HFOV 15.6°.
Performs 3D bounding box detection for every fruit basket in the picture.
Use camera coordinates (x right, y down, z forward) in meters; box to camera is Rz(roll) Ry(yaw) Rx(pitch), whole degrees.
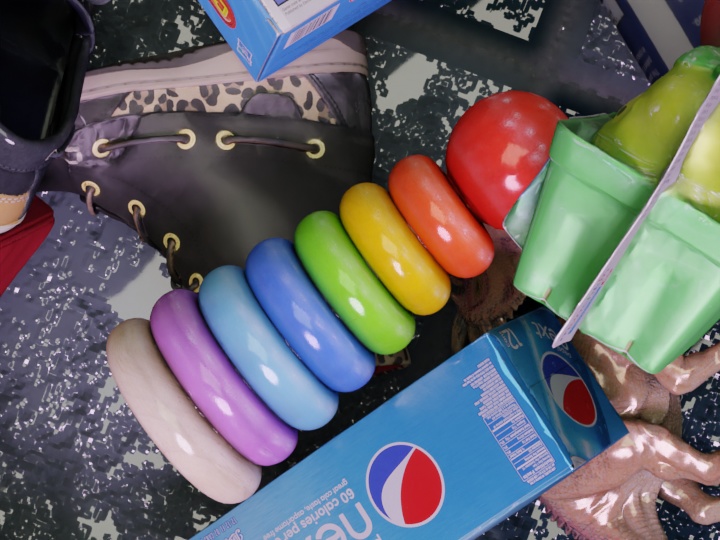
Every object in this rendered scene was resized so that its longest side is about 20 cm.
[{"bbox_3d":[0.130,-0.068,0.938,0.093,0.185,0.201,26,102,12],"label":"fruit basket"}]

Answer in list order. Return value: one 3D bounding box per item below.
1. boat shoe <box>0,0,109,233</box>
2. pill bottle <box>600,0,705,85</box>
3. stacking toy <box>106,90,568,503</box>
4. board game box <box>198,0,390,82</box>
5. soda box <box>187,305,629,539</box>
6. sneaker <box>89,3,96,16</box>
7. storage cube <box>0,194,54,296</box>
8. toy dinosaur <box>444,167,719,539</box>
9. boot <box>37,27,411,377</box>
[{"bbox_3d":[-0.136,-0.104,1.047,0.074,0.062,0.201,25,47,-24],"label":"boat shoe"},{"bbox_3d":[0.182,-0.079,1.077,0.111,0.111,0.201,-30,84,1],"label":"pill bottle"},{"bbox_3d":[0.000,0.000,1.024,0.200,0.085,0.086,-38,83,7],"label":"stacking toy"},{"bbox_3d":[-0.017,-0.213,1.098,0.200,0.056,0.196,-33,83,-21],"label":"board game box"},{"bbox_3d":[0.006,0.096,1.055,0.200,0.068,0.064,-35,83,26],"label":"soda box"},{"bbox_3d":[-0.203,-0.158,1.121,0.199,0.090,0.078,29,85,4],"label":"sneaker"},{"bbox_3d":[-0.259,0.007,1.040,0.200,0.180,0.171,39,112,6],"label":"storage cube"},{"bbox_3d":[0.093,0.050,1.086,0.135,0.086,0.201,-3,89,3],"label":"toy dinosaur"},{"bbox_3d":[-0.080,-0.011,1.110,0.199,0.073,0.151,-13,84,-3],"label":"boot"}]
